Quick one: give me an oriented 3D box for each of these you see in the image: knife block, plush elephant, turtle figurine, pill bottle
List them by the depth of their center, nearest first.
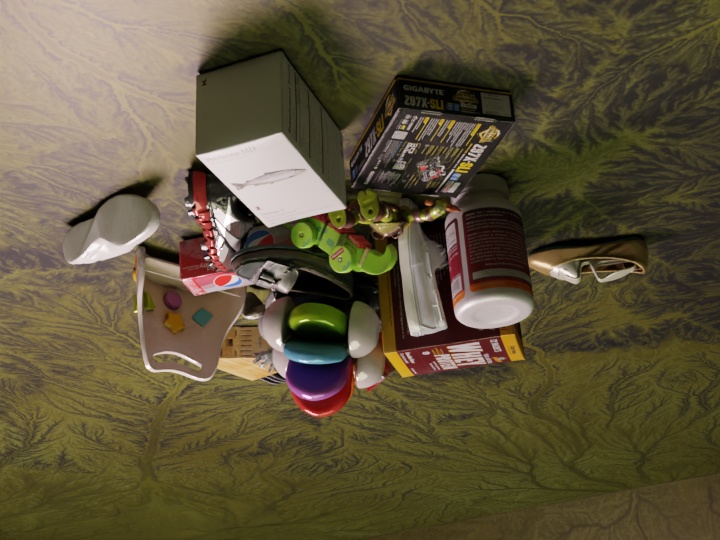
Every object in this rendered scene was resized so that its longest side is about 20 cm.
[{"bbox_3d":[0.024,-0.075,1.494,0.198,0.065,0.161,6,-178,34],"label":"turtle figurine"},{"bbox_3d":[0.179,-0.030,1.529,0.112,0.202,0.113,-3,155,-1],"label":"pill bottle"},{"bbox_3d":[-0.111,0.079,1.796,0.200,0.155,0.165,-39,111,-8],"label":"plush elephant"},{"bbox_3d":[-0.211,0.168,2.052,0.198,0.065,0.176,0,154,-8],"label":"knife block"}]

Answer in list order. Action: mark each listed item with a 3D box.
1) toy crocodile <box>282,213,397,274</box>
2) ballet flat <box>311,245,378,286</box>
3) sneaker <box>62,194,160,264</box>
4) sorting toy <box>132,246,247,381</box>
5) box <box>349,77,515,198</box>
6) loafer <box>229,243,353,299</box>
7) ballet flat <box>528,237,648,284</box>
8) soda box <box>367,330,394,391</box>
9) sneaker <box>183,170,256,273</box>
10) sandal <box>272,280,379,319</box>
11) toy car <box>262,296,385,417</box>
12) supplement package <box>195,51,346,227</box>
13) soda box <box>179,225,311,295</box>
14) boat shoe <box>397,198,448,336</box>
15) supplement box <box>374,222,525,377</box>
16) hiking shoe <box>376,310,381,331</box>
[{"bbox_3d":[-0.037,-0.046,1.539,0.199,0.062,0.067,31,-163,28],"label":"toy crocodile"},{"bbox_3d":[0.000,0.000,1.722,0.070,0.071,0.199,-22,146,34],"label":"ballet flat"},{"bbox_3d":[-0.343,-0.058,1.574,0.199,0.076,0.088,-17,165,39],"label":"sneaker"},{"bbox_3d":[-0.289,0.082,1.725,0.199,0.182,0.107,17,148,-36],"label":"sorting toy"},{"bbox_3d":[0.088,-0.167,1.409,0.158,0.050,0.200,2,154,-18],"label":"box"},{"bbox_3d":[-0.092,0.005,1.564,0.198,0.063,0.072,4,149,-34],"label":"loafer"},{"bbox_3d":[0.368,-0.011,1.754,0.198,0.064,0.069,-9,154,12],"label":"ballet flat"},{"bbox_3d":[0.070,0.116,1.837,0.200,0.064,0.070,-37,174,-34],"label":"soda box"},{"bbox_3d":[-0.183,-0.067,1.533,0.097,0.071,0.201,-8,142,2],"label":"sneaker"},{"bbox_3d":[-0.044,0.052,1.680,0.199,0.048,0.076,8,133,-33],"label":"sandal"},{"bbox_3d":[-0.059,0.136,1.619,0.173,0.151,0.201,5,145,11],"label":"toy car"},{"bbox_3d":[-0.106,-0.155,1.326,0.116,0.118,0.200,-12,153,18],"label":"supplement package"},{"bbox_3d":[-0.175,-0.021,1.653,0.198,0.071,0.063,-11,155,12],"label":"soda box"},{"bbox_3d":[0.094,-0.007,1.582,0.071,0.203,0.070,-7,177,3],"label":"boat shoe"},{"bbox_3d":[0.138,0.042,1.673,0.198,0.199,0.133,-10,157,12],"label":"supplement box"},{"bbox_3d":[-0.043,0.115,1.920,0.198,0.102,0.076,-2,155,-3],"label":"hiking shoe"}]
